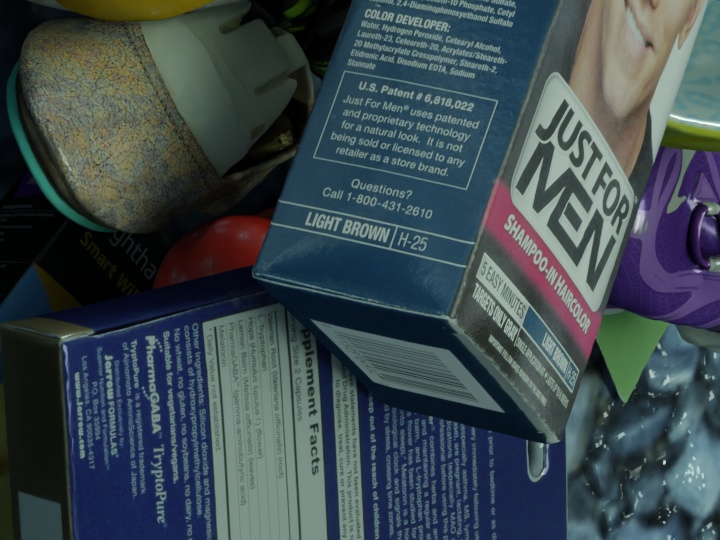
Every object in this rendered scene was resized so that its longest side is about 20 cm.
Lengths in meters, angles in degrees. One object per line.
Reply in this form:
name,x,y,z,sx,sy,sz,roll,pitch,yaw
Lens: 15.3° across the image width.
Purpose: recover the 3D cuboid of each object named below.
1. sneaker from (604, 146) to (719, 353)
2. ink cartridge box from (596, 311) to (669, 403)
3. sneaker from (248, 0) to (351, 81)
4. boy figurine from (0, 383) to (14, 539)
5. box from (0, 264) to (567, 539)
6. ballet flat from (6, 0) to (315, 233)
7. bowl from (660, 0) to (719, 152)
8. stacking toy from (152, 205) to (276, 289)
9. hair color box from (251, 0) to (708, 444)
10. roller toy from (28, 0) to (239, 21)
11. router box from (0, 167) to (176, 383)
sneaker,0.133,-0.010,0.926,0.200,0.083,0.081,15,90,-56
ink cartridge box,0.122,-0.057,1.008,0.146,0.048,0.200,-57,141,-25
sneaker,-0.009,-0.101,0.890,0.199,0.071,0.083,3,85,-48
boy figurine,-0.100,0.083,0.748,0.200,0.064,0.125,-36,101,-38
box,-0.014,0.057,0.759,0.199,0.032,0.122,-13,106,-44
ballet flat,-0.050,-0.052,0.789,0.068,0.067,0.200,63,8,-1
bowl,0.105,-0.123,0.864,0.199,0.108,0.201,2,76,-10
stacking toy,0.000,0.000,0.857,0.200,0.085,0.086,-15,105,-64
hair color box,0.046,-0.066,0.723,0.100,0.060,0.201,47,59,-60
roller toy,-0.054,-0.166,0.748,0.182,0.200,0.140,-37,137,-18
router box,-0.078,0.088,0.850,0.200,0.051,0.149,53,59,-32
